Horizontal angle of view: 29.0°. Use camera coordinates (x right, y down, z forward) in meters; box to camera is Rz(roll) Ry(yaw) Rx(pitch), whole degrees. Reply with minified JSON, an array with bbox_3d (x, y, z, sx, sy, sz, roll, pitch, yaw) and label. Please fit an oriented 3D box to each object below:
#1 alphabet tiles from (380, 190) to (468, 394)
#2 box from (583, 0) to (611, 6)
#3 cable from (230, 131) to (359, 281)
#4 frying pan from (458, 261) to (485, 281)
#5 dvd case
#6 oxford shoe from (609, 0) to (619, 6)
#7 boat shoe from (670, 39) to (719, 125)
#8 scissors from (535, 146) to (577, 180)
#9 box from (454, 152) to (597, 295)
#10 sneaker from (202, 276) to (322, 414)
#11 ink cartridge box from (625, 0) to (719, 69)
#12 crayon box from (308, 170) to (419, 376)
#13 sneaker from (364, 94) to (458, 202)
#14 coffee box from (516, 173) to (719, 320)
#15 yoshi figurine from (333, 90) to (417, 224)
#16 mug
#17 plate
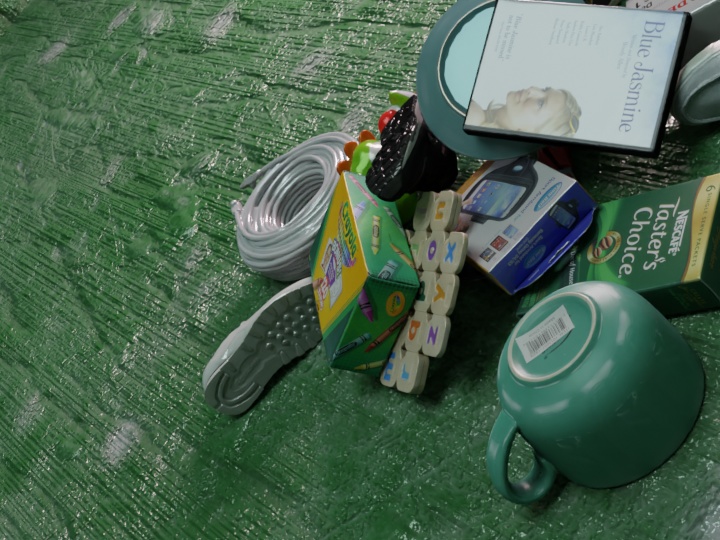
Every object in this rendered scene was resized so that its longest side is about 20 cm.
[{"bbox_3d":[0.060,0.020,1.378,0.196,0.015,0.200,-175,97,-72],"label":"alphabet tiles"},{"bbox_3d":[0.171,-0.245,1.484,0.200,0.048,0.158,-54,23,2],"label":"box"},{"bbox_3d":[-0.065,-0.075,1.679,0.200,0.069,0.200,-33,35,21],"label":"cable"},{"bbox_3d":[0.101,-0.027,1.466,0.190,0.031,0.115,-22,39,32],"label":"frying pan"},{"bbox_3d":[0.205,-0.187,1.335,0.200,0.018,0.143,10,79,29],"label":"dvd case"},{"bbox_3d":[0.215,-0.271,1.563,0.200,0.058,0.075,-49,33,1],"label":"oxford shoe"},{"bbox_3d":[0.371,-0.181,1.260,0.201,0.070,0.072,-28,33,26],"label":"boat shoe"},{"bbox_3d":[0.212,-0.104,1.422,0.073,0.014,0.200,-45,30,2],"label":"scissors"},{"bbox_3d":[0.146,-0.051,1.348,0.119,0.041,0.200,-47,22,0],"label":"box"},{"bbox_3d":[-0.105,0.070,1.570,0.200,0.076,0.081,-41,22,8],"label":"sneaker"},{"bbox_3d":[0.345,-0.288,1.395,0.146,0.084,0.200,-28,36,30],"label":"ink cartridge box"},{"bbox_3d":[0.000,0.000,1.455,0.200,0.058,0.119,-103,31,-54],"label":"crayon box"},{"bbox_3d":[0.067,-0.115,1.453,0.076,0.088,0.200,-45,12,27],"label":"sneaker"},{"bbox_3d":[0.242,-0.012,1.255,0.200,0.044,0.123,-13,45,44],"label":"coffee box"},{"bbox_3d":[0.055,-0.123,1.588,0.112,0.112,0.200,35,65,19],"label":"yoshi figurine"},{"bbox_3d":[0.182,0.098,1.141,0.152,0.114,0.185,-6,50,48],"label":"mug"},{"bbox_3d":[0.143,-0.208,1.398,0.200,0.026,0.201,-8,71,24],"label":"plate"}]
